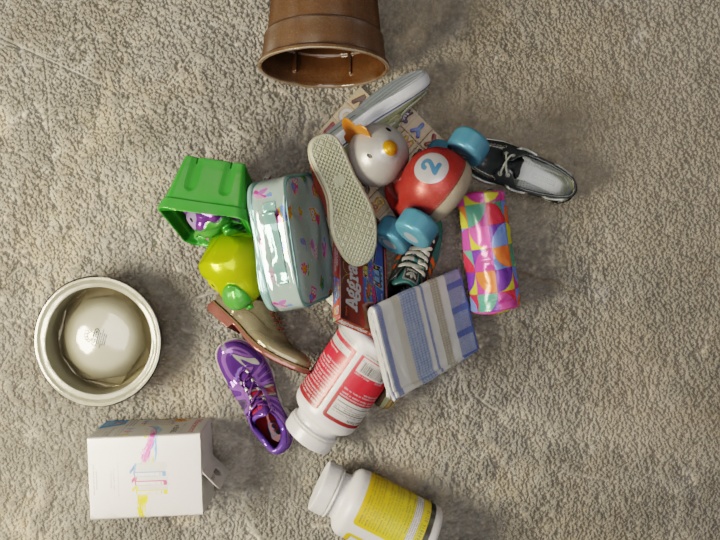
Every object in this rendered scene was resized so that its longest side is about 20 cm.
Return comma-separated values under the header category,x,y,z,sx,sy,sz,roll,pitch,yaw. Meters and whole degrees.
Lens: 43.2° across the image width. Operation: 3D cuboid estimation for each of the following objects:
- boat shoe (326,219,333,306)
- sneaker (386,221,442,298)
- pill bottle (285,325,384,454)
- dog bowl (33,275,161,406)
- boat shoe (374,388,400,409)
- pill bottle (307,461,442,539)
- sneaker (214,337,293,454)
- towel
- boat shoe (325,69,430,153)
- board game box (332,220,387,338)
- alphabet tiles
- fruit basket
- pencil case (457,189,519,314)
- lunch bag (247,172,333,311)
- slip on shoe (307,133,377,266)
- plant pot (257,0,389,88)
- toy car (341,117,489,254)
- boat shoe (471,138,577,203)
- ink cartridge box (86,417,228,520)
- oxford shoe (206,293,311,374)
category,x,y,z,sx,sy,sz,roll,pitch,yaw
boat shoe,-0.046,-0.041,1.435,0.071,0.060,0.205,-18,91,27
sneaker,0.084,0.000,1.432,0.070,0.080,0.203,19,89,-3
pill bottle,-0.029,0.181,1.418,0.112,0.112,0.201,34,100,-3
dog bowl,-0.404,0.107,1.429,0.197,0.074,0.204,0,93,-1
boat shoe,0.098,0.143,1.451,0.076,0.072,0.201,32,92,-17
pill bottle,0.021,0.383,1.434,0.198,0.111,0.112,27,92,-3
sneaker,-0.162,0.198,1.435,0.080,0.083,0.202,-31,92,0
towel,0.098,0.094,1.388,0.198,0.024,0.149,-23,103,-38
boat shoe,0.031,-0.239,1.430,0.199,0.072,0.062,-35,116,4
board game box,0.000,0.000,1.385,0.102,0.019,0.203,24,52,-37
alphabet tiles,0.037,-0.189,1.461,0.200,0.008,0.167,44,91,-3
fruit basket,-0.212,-0.045,1.358,0.153,0.216,0.219,8,92,4
pencil case,0.201,-0.032,1.437,0.087,0.088,0.203,-8,91,-1
lunch bag,-0.105,-0.046,1.336,0.076,0.160,0.203,-8,95,20
slip on shoe,-0.028,-0.104,1.349,0.073,0.061,0.203,-22,96,-11
plant pot,-0.055,-0.399,1.367,0.197,0.200,0.202,0,84,-2
toy car,0.052,-0.160,1.351,0.199,0.177,0.186,37,75,-13
boat shoe,0.250,-0.162,1.441,0.197,0.060,0.077,15,92,-2
ink cartridge box,-0.309,0.304,1.414,0.197,0.129,0.127,-2,93,-2
oxford shoe,-0.148,0.087,1.419,0.199,0.070,0.075,35,86,13
